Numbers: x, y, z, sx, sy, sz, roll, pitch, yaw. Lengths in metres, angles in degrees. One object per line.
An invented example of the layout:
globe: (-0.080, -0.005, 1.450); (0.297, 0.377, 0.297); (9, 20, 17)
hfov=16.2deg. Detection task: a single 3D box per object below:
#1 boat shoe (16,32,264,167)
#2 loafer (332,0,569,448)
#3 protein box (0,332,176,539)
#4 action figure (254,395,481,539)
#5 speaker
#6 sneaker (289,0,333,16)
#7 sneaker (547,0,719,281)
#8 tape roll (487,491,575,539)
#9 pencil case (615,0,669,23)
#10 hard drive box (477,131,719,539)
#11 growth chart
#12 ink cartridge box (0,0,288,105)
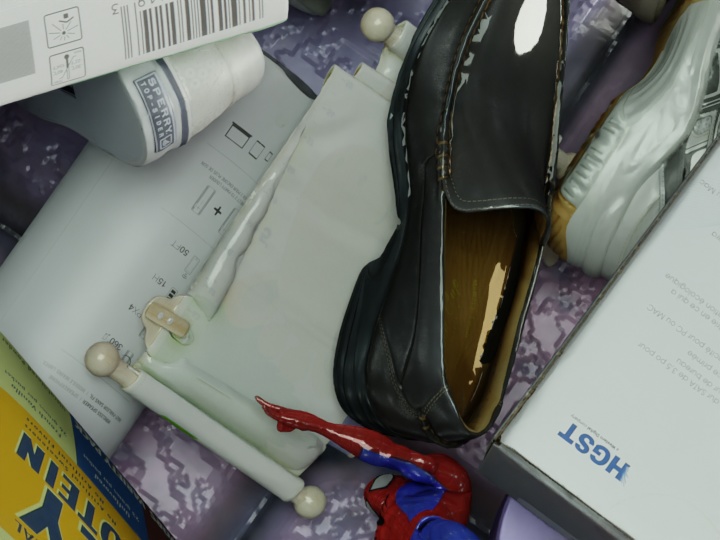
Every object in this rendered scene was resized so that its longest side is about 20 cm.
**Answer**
boat shoe: (-0.103, -0.101, 0.987); (0.070, 0.200, 0.071); (-28, 121, -21)
loafer: (0.051, -0.028, 0.975); (0.073, 0.072, 0.201); (9, 93, -33)
protein box: (-0.161, 0.160, 0.867); (0.198, 0.200, 0.135); (-35, 112, 6)
action figure: (0.006, 0.102, 0.920); (0.099, 0.200, 0.065); (15, 98, -10)
speaker: (-0.096, 0.001, 1.002); (0.081, 0.081, 0.200); (32, 80, 6)
sneaker: (-0.004, -0.158, 0.987); (0.099, 0.200, 0.078); (35, 70, -8)
sneaker: (0.157, -0.075, 1.012); (0.088, 0.076, 0.200); (32, 96, 1)
tape roll: (0.146, 0.129, 0.977); (0.199, 0.085, 0.201); (0, 79, -1)
pencil case: (0.063, -0.178, 1.027); (0.200, 0.090, 0.078); (31, 48, 13)
hard drive box: (0.163, 0.034, 0.915); (0.156, 0.077, 0.200); (37, 79, 6)
growth chart: (0.000, 0.000, 1.002); (0.145, 0.018, 0.200); (44, 77, -30)
ink cartridge box: (-0.141, -0.132, 0.936); (0.161, 0.050, 0.200); (-19, 38, -20)
